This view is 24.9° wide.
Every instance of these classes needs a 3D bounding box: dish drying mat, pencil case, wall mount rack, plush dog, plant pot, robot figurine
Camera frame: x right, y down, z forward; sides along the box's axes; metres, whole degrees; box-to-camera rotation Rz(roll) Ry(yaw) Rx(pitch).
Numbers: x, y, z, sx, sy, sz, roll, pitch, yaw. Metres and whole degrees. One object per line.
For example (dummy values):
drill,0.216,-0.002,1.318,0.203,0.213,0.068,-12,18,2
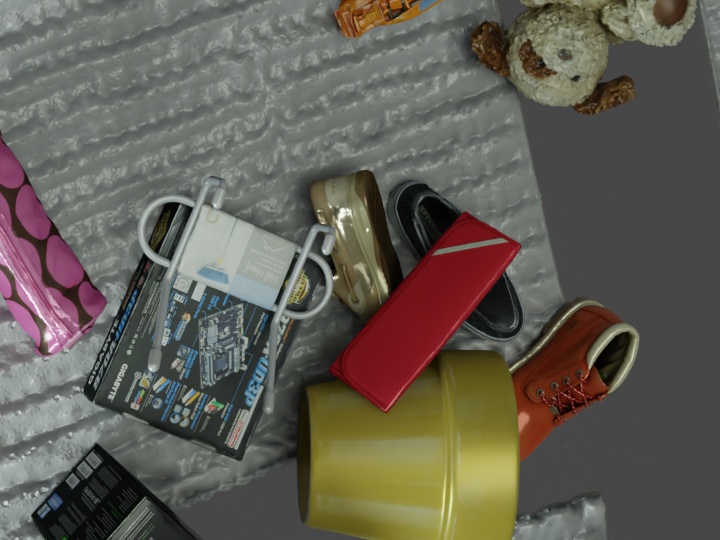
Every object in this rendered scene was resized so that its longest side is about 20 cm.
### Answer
dish drying mat,0.059,0.034,1.494,0.200,0.076,0.018,-49,149,-14
pencil case,-0.293,-0.021,1.395,0.090,0.094,0.201,-37,112,-13
wall mount rack,-0.110,0.020,1.440,0.198,0.074,0.176,23,89,-24
plush dog,0.199,-0.241,1.561,0.198,0.161,0.173,22,109,-8
plant pot,0.038,0.175,1.530,0.186,0.201,0.204,1,100,-9
robot figurine,0.052,-0.304,1.509,0.199,0.058,0.146,-33,112,-14

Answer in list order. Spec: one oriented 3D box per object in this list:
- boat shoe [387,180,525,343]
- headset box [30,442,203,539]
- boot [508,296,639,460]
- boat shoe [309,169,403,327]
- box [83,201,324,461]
boat shoe,0.104,-0.004,1.583,0.072,0.068,0.201,-40,112,-12
headset box,-0.177,0.270,1.456,0.093,0.174,0.200,-48,115,-9
boot,0.197,0.120,1.627,0.075,0.107,0.201,40,85,-26
boat shoe,0.000,0.000,1.547,0.064,0.071,0.202,-7,115,14
box,-0.143,0.054,1.500,0.158,0.046,0.202,24,90,-25
